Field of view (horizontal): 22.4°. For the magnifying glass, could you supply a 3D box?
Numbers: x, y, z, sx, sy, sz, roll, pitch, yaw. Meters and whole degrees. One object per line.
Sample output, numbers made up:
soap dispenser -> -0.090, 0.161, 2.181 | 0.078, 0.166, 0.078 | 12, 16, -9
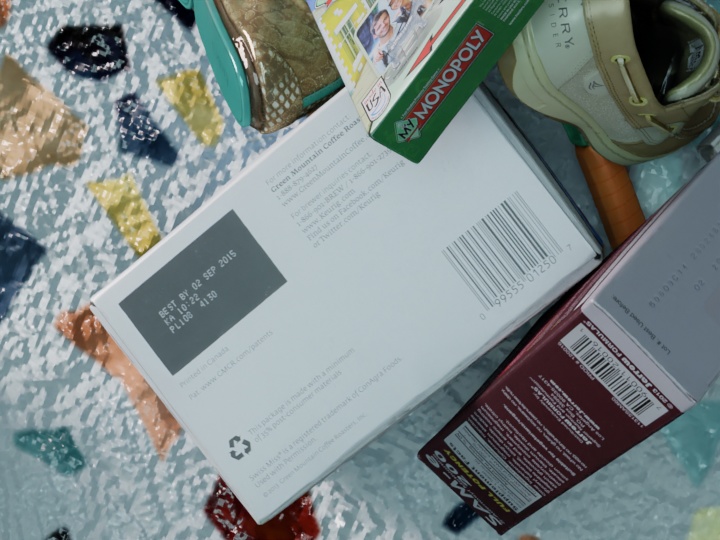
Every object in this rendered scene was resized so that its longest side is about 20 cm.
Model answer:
magnifying glass -> 0.103, -0.082, 0.873 | 0.022, 0.080, 0.202 | -26, 101, -8

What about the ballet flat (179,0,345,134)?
ballet flat -> -0.058, -0.143, 0.868 | 0.065, 0.071, 0.201 | -16, 56, -16

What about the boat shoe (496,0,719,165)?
boat shoe -> 0.127, -0.090, 0.799 | 0.066, 0.199, 0.075 | -7, 84, 30

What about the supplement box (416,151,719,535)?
supplement box -> 0.109, 0.037, 0.799 | 0.061, 0.200, 0.109 | 44, 61, 2

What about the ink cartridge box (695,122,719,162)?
ink cartridge box -> 0.271, -0.074, 0.807 | 0.147, 0.146, 0.200 | 45, 98, 2

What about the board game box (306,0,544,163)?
board game box -> 0.055, -0.158, 0.734 | 0.029, 0.135, 0.201 | 25, 114, -31

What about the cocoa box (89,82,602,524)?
cocoa box -> 0.000, 0.000, 0.857 | 0.199, 0.131, 0.134 | -39, 87, 8
